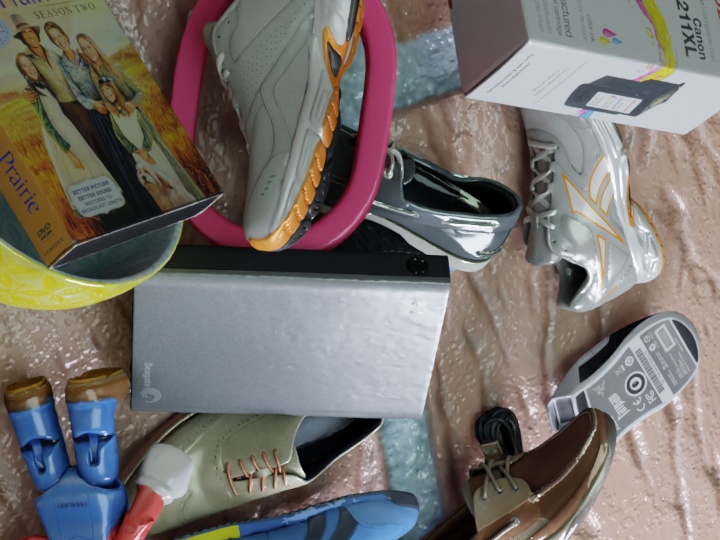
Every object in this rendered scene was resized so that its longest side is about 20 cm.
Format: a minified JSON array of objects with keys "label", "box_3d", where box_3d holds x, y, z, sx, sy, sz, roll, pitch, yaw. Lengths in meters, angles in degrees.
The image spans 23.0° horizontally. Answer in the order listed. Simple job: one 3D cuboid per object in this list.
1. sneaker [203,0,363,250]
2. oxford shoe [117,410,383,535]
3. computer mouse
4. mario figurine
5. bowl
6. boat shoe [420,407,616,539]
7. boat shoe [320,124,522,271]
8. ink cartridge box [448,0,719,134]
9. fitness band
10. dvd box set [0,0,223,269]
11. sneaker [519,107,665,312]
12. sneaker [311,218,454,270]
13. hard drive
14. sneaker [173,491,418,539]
[{"label":"sneaker","box_3d":[-0.056,-0.110,1.079,0.091,0.076,0.202,10,72,5]},{"label":"oxford shoe","box_3d":[-0.076,0.124,1.202,0.199,0.074,0.071,-30,118,-19]},{"label":"computer mouse","box_3d":[0.178,0.104,1.364,0.199,0.044,0.110,-38,113,-10]},{"label":"mario figurine","box_3d":[-0.177,0.166,1.150,0.105,0.123,0.202,-12,97,-46]},{"label":"bowl","box_3d":[-0.214,-0.052,1.048,0.199,0.202,0.107,30,130,-32]},{"label":"boat shoe","box_3d":[0.108,0.174,1.295,0.072,0.076,0.200,35,107,-15]},{"label":"boat shoe","box_3d":[0.019,-0.067,1.190,0.199,0.062,0.073,26,48,-19]},{"label":"ink cartridge box","box_3d":[0.162,-0.187,1.220,0.198,0.083,0.147,5,65,-31]},{"label":"fitness band","box_3d":[-0.050,-0.106,1.134,0.142,0.037,0.202,8,85,-3]},{"label":"dvd box set","box_3d":[-0.177,-0.107,1.018,0.201,0.029,0.146,58,33,6]},{"label":"sneaker","box_3d":[0.150,-0.053,1.291,0.092,0.076,0.201,-35,116,-13]},{"label":"sneaker","box_3d":[0.000,0.000,1.232,0.199,0.066,0.079,-19,151,-37]},{"label":"hard drive","box_3d":[-0.050,0.041,1.145,0.198,0.033,0.140,2,138,-7]},{"label":"sneaker","box_3d":[-0.043,0.206,1.224,0.198,0.066,0.079,-11,72,-29]}]
